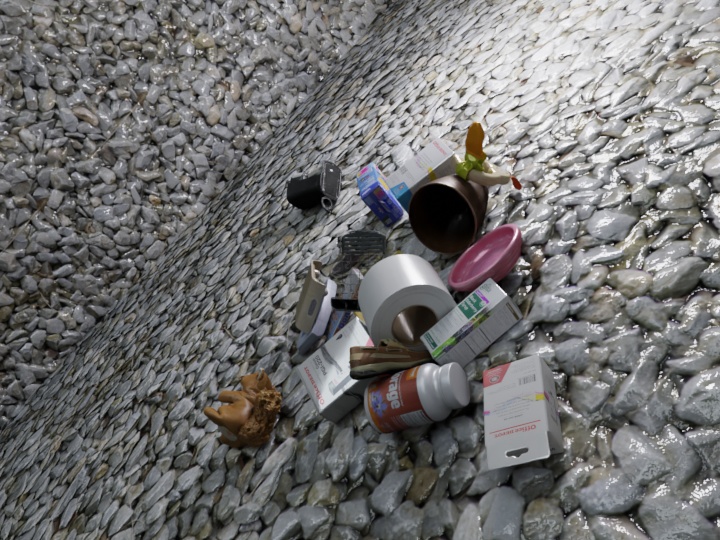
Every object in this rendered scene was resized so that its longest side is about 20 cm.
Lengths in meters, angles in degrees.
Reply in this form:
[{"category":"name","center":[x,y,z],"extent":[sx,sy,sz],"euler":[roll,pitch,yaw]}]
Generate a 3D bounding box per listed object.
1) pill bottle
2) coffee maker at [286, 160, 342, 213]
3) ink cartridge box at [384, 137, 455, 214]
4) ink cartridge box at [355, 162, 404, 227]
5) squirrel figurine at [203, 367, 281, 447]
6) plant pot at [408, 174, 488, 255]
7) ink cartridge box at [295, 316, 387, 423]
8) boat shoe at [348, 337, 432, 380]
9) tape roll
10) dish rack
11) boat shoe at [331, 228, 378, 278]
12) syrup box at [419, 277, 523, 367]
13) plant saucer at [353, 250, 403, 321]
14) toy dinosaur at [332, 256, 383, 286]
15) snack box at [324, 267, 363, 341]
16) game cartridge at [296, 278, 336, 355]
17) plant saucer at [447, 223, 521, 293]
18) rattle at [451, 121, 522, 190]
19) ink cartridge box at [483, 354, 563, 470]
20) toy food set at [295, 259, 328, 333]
[{"category":"pill bottle","center":[0.113,0.252,1.156],"extent":[0.198,0.112,0.113],"euler":[-24,35,30]},{"category":"coffee maker","center":[-0.182,-0.300,2.173],"extent":[0.198,0.135,0.194],"euler":[-13,42,41]},{"category":"ink cartridge box","center":[0.199,-0.242,1.633],"extent":[0.199,0.146,0.147],"euler":[-38,30,9]},{"category":"ink cartridge box","center":[0.061,-0.229,1.792],"extent":[0.076,0.136,0.201],"euler":[-35,31,18]},{"category":"squirrel figurine","center":[-0.276,0.355,1.506],"extent":[0.197,0.143,0.187],"euler":[5,42,34]},{"category":"plant pot","center":[0.249,-0.168,1.470],"extent":[0.185,0.189,0.200],"euler":[-12,19,42]},{"category":"ink cartridge box","center":[-0.034,0.232,1.349],"extent":[0.200,0.085,0.146],"euler":[-42,50,6]},{"category":"boat shoe","center":[0.062,0.177,1.201],"extent":[0.075,0.197,0.075],"euler":[-34,64,51]},{"category":"tape roll","center":[0.103,0.085,1.289],"extent":[0.202,0.203,0.140],"euler":[-37,30,9]},{"category":"dish rack","center":[0.000,0.000,1.447],"extent":[0.151,0.054,0.204],"euler":[0,90,30]},{"category":"boat shoe","center":[-0.015,-0.055,1.737],"extent":[0.199,0.065,0.072],"euler":[-36,32,14]},{"category":"syrup box","center":[0.232,0.119,1.212],"extent":[0.199,0.081,0.079],"euler":[-42,32,5]},{"category":"plant saucer","center":[0.071,0.063,1.505],"extent":[0.199,0.049,0.200],"euler":[-41,31,4]},{"category":"toy dinosaur","center":[-0.012,0.021,1.661],"extent":[0.198,0.048,0.088],"euler":[-26,20,29]},{"category":"snack box","center":[-0.045,0.096,1.541],"extent":[0.202,0.024,0.072],"euler":[-65,26,15]},{"category":"game cartridge","center":[-0.121,0.126,1.623],"extent":[0.133,0.041,0.202],"euler":[-42,24,42]},{"category":"plant saucer","center":[0.287,-0.019,1.306],"extent":[0.200,0.051,0.201],"euler":[-42,12,11]},{"category":"rattle","center":[0.334,-0.281,1.423],"extent":[0.130,0.196,0.145],"euler":[-123,42,-67]},{"category":"ink cartridge box","center":[0.279,0.257,0.998],"extent":[0.115,0.068,0.202],"euler":[-24,34,29]},{"category":"toy food set","center":[-0.131,0.069,1.610],"extent":[0.200,0.059,0.146],"euler":[-106,34,-71]}]
